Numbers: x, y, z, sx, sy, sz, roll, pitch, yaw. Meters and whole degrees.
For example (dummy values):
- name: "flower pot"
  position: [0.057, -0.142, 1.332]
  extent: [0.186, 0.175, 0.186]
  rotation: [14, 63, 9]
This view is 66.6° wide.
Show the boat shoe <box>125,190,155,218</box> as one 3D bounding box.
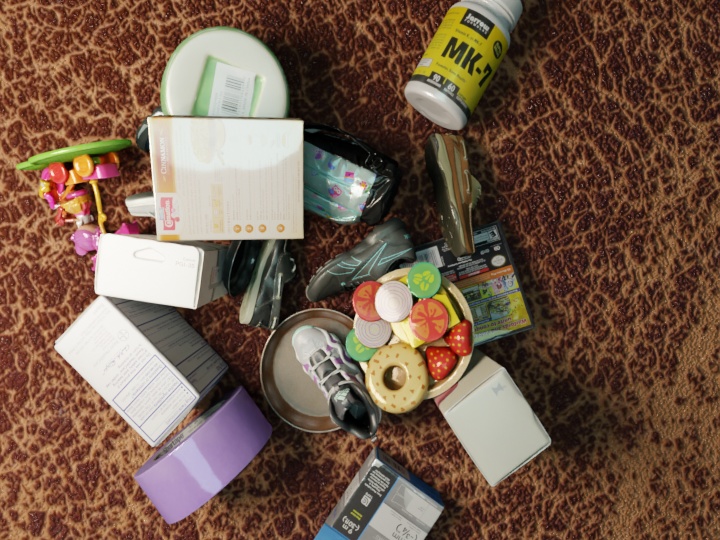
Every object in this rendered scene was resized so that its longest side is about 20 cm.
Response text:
- name: "boat shoe"
  position: [-0.262, -0.088, 0.860]
  extent: [0.197, 0.074, 0.067]
  rotation: [1, 103, -28]

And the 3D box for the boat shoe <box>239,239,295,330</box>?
- name: "boat shoe"
  position: [-0.137, -0.006, 0.891]
  extent: [0.066, 0.072, 0.206]
  rotation: [18, 84, -20]

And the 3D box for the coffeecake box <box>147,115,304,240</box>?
- name: "coffeecake box"
  position: [-0.175, -0.126, 0.741]
  extent: [0.193, 0.073, 0.158]
  rotation: [-1, 107, -10]

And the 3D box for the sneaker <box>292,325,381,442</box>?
- name: "sneaker"
  position: [-0.033, 0.172, 0.829]
  extent: [0.078, 0.140, 0.201]
  rotation: [-42, 94, 1]

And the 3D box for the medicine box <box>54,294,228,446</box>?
- name: "medicine box"
  position: [-0.318, 0.133, 0.833]
  extent: [0.103, 0.182, 0.200]
  rotation: [-43, 93, 2]

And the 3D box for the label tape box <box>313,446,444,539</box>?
- name: "label tape box"
  position: [0.027, 0.427, 0.916]
  extent: [0.142, 0.063, 0.203]
  rotation: [34, 91, -2]

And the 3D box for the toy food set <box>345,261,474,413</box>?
- name: "toy food set"
  position: [0.072, 0.093, 0.821]
  extent: [0.197, 0.048, 0.202]
  rotation: [-32, 75, 13]

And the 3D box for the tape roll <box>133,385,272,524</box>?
- name: "tape roll"
  position: [-0.235, 0.274, 0.834]
  extent: [0.198, 0.200, 0.086]
  rotation: [-37, 93, 1]

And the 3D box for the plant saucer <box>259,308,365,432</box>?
- name: "plant saucer"
  position: [-0.069, 0.164, 0.915]
  extent: [0.193, 0.034, 0.207]
  rotation: [0, 94, -2]

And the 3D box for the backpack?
- name: "backpack"
  position: [-0.041, -0.146, 0.844]
  extent: [0.195, 0.167, 0.130]
  rotation: [23, 97, 4]

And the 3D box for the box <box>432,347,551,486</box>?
- name: "box"
  position: [0.183, 0.211, 0.840]
  extent: [0.108, 0.200, 0.129]
  rotation: [-35, 92, 0]

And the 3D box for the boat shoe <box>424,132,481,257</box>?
- name: "boat shoe"
  position: [0.160, -0.127, 0.880]
  extent: [0.072, 0.076, 0.206]
  rotation: [-11, 84, -10]

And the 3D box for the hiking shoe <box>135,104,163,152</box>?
- name: "hiking shoe"
  position: [-0.261, -0.228, 0.870]
  extent: [0.196, 0.074, 0.089]
  rotation: [-26, 93, 0]

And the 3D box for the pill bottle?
- name: "pill bottle"
  position: [0.162, -0.337, 0.856]
  extent: [0.112, 0.114, 0.204]
  rotation: [30, 92, -3]

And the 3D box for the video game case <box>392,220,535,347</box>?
- name: "video game case"
  position: [0.164, 0.035, 0.899]
  extent: [0.194, 0.026, 0.186]
  rotation: [-17, 79, -1]

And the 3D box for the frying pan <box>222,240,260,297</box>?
- name: "frying pan"
  position: [-0.180, -0.046, 0.841]
  extent: [0.030, 0.116, 0.194]
  rotation: [17, 126, 6]

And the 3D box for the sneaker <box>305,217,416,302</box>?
- name: "sneaker"
  position: [0.000, 0.000, 0.876]
  extent: [0.198, 0.075, 0.080]
  rotation: [-35, 81, 9]

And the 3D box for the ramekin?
- name: "ramekin"
  position: [-0.194, -0.251, 0.801]
  extent: [0.194, 0.098, 0.207]
  rotation: [-3, 101, -15]

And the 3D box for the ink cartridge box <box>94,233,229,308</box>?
- name: "ink cartridge box"
  position: [-0.282, -0.004, 0.817]
  extent: [0.142, 0.200, 0.086]
  rotation: [9, 93, -2]

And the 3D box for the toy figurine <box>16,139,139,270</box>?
- name: "toy figurine"
  position: [-0.428, -0.091, 0.858]
  extent: [0.194, 0.150, 0.190]
  rotation: [-7, 103, 21]
